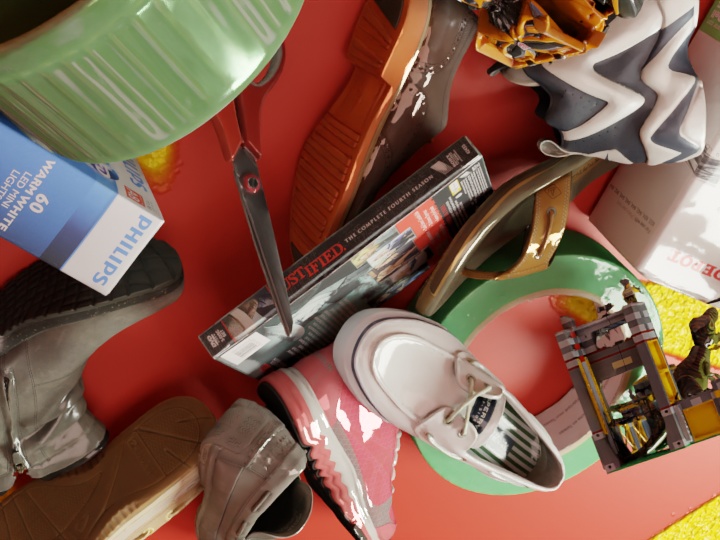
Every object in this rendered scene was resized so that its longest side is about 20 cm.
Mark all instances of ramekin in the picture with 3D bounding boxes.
[{"bbox_3d":[-0.121,-0.150,0.694,0.200,0.200,0.098,-39,131,3],"label":"ramekin"}]

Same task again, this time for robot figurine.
[{"bbox_3d":[0.057,-0.175,0.748,0.199,0.145,0.058,32,77,-22],"label":"robot figurine"}]

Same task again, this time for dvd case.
[{"bbox_3d":[0.000,0.000,0.871,0.200,0.022,0.146,-38,165,2],"label":"dvd case"}]

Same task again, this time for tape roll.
[{"bbox_3d":[0.121,0.068,0.991,0.199,0.048,0.202,-9,119,-16],"label":"tape roll"}]

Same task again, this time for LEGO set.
[{"bbox_3d":[0.227,0.050,0.917,0.199,0.117,0.153,-26,169,37],"label":"LEGO set"}]

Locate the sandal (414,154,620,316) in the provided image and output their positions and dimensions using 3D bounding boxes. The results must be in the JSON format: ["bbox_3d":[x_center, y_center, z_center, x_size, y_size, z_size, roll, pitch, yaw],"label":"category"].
[{"bbox_3d":[0.119,-0.033,0.898,0.200,0.054,0.080,-37,164,-16],"label":"sandal"}]

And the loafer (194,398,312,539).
[{"bbox_3d":[-0.068,0.156,0.912,0.070,0.070,0.200,-50,164,-25],"label":"loafer"}]

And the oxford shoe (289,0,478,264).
[{"bbox_3d":[0.015,-0.080,0.857,0.073,0.071,0.201,13,112,-32],"label":"oxford shoe"}]

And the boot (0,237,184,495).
[{"bbox_3d":[-0.188,0.064,0.869,0.199,0.068,0.131,-21,128,0],"label":"boot"}]

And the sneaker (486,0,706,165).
[{"bbox_3d":[0.140,-0.161,0.852,0.129,0.080,0.201,-7,106,2],"label":"sneaker"}]

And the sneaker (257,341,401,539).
[{"bbox_3d":[0.003,0.122,0.950,0.087,0.074,0.201,-36,138,-12],"label":"sneaker"}]

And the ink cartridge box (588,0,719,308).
[{"bbox_3d":[0.274,-0.079,0.945,0.145,0.084,0.201,19,110,-28],"label":"ink cartridge box"}]

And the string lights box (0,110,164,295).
[{"bbox_3d":[-0.212,-0.074,0.752,0.200,0.103,0.059,32,103,-32],"label":"string lights box"}]

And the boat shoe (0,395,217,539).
[{"bbox_3d":[-0.172,0.163,0.917,0.199,0.074,0.069,-32,151,0],"label":"boat shoe"}]

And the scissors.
[{"bbox_3d":[-0.074,-0.062,0.798,0.073,0.014,0.201,5,77,-35],"label":"scissors"}]

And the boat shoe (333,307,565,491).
[{"bbox_3d":[0.069,0.086,0.904,0.200,0.067,0.074,33,82,-37],"label":"boat shoe"}]
